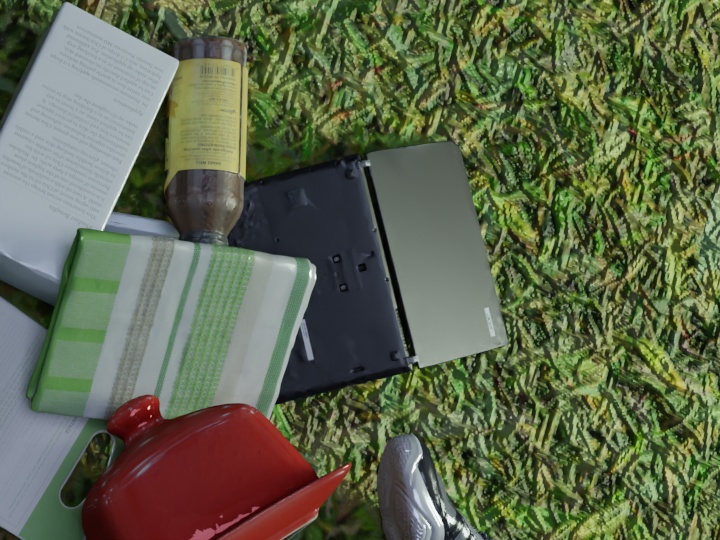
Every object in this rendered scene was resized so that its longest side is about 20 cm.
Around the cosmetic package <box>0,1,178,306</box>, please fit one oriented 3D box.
[{"bbox_3d":[-0.225,-0.087,1.567,0.101,0.071,0.200,28,70,-14],"label":"cosmetic package"}]

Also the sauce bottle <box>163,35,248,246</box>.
[{"bbox_3d":[-0.120,-0.079,1.609,0.065,0.065,0.200,6,77,-18],"label":"sauce bottle"}]

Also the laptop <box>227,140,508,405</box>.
[{"bbox_3d":[0.000,0.000,1.676,0.200,0.103,0.177,-14,87,5],"label":"laptop"}]

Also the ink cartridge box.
[{"bbox_3d":[-0.266,0.109,1.551,0.200,0.048,0.146,38,73,-27],"label":"ink cartridge box"}]

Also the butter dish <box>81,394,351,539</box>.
[{"bbox_3d":[-0.132,0.159,1.520,0.199,0.200,0.148,-29,82,-20],"label":"butter dish"}]

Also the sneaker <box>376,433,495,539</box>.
[{"bbox_3d":[0.086,0.215,1.648,0.114,0.075,0.200,-16,95,-21],"label":"sneaker"}]

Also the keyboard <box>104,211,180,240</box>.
[{"bbox_3d":[-0.224,-0.023,1.602,0.200,0.011,0.056,10,85,-18],"label":"keyboard"}]

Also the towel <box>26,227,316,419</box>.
[{"bbox_3d":[-0.141,0.045,1.559,0.200,0.031,0.149,9,107,-32],"label":"towel"}]
